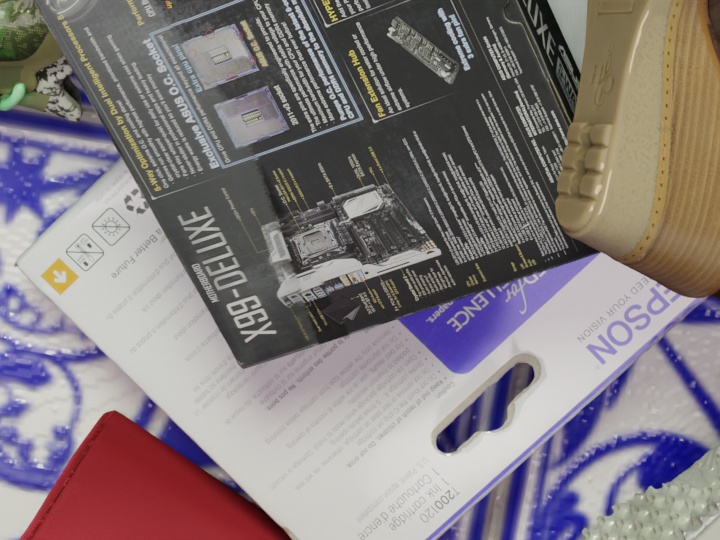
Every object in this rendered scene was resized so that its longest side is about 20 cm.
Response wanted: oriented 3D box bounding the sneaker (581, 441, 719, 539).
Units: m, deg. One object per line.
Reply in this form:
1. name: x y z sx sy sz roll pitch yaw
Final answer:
1. sneaker: 0.162 0.121 0.906 0.200 0.070 0.100 -41 105 16

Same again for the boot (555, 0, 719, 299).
1. boot: 0.160 -0.083 0.788 0.166 0.072 0.200 11 98 -28

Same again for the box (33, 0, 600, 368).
1. box: -0.013 -0.075 0.798 0.158 0.050 0.200 -19 117 19

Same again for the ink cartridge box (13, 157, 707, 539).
1. ink cartridge box: 0.000 0.000 0.898 0.198 0.043 0.200 -43 96 14

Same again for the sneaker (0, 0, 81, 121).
1. sneaker: -0.144 -0.087 0.869 0.200 0.077 0.089 -20 115 12

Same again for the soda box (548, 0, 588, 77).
1. soda box: 0.101 -0.166 0.821 0.063 0.068 0.200 -11 108 -35

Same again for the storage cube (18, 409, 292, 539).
1. storage cube: -0.089 0.193 0.886 0.200 0.180 0.171 34 105 -4
